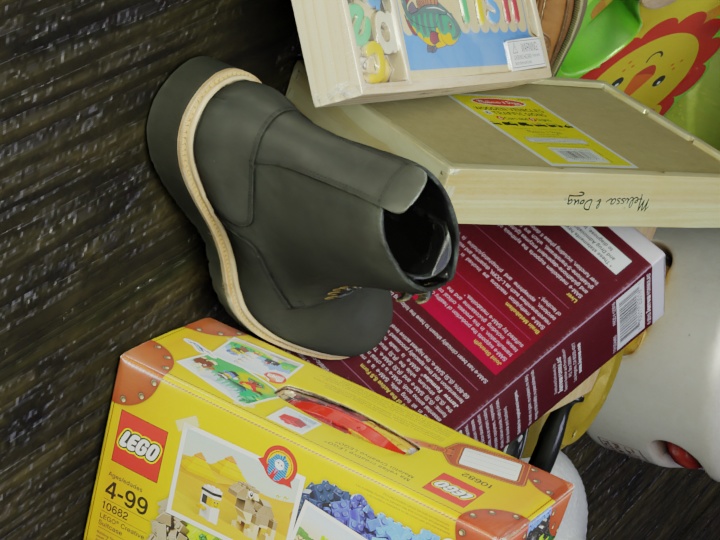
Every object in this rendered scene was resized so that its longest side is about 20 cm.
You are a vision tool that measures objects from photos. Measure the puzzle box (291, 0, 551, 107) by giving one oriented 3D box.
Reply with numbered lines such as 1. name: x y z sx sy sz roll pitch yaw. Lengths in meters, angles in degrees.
1. puzzle box: 0.023 -0.144 0.980 0.200 0.025 0.133 -15 92 -61

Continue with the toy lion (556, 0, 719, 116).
1. toy lion: 0.147 -0.129 1.237 0.192 0.069 0.200 -46 157 26

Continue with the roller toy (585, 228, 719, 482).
1. roller toy: 0.231 0.050 1.541 0.200 0.139 0.183 -36 131 -46

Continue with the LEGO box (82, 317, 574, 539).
1. LEGO box: -0.022 0.132 1.000 0.077 0.200 0.149 -24 133 -58

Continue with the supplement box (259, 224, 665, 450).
1. supplement box: 0.046 0.034 1.101 0.200 0.109 0.061 -38 151 -17

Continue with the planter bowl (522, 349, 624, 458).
1. planter bowl: 0.107 0.050 1.347 0.200 0.083 0.201 -46 149 -38

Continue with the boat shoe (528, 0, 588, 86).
1. boat shoe: 0.066 -0.109 1.124 0.068 0.072 0.200 -42 146 -46

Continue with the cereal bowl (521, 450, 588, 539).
1. cereal bowl: 0.096 0.207 1.471 0.200 0.083 0.200 -47 150 -39

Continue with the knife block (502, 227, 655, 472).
1. knife block: 0.105 0.032 1.235 0.200 0.064 0.176 -52 156 -22

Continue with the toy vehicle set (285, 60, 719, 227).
1. toy vehicle set: 0.079 -0.059 1.039 0.200 0.124 0.027 0 116 -37

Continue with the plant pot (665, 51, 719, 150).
1. plant pot: 0.294 -0.108 1.356 0.190 0.200 0.201 20 95 -26

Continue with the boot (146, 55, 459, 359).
1. boot: 0.000 0.000 0.963 0.078 0.138 0.200 -57 144 -12
